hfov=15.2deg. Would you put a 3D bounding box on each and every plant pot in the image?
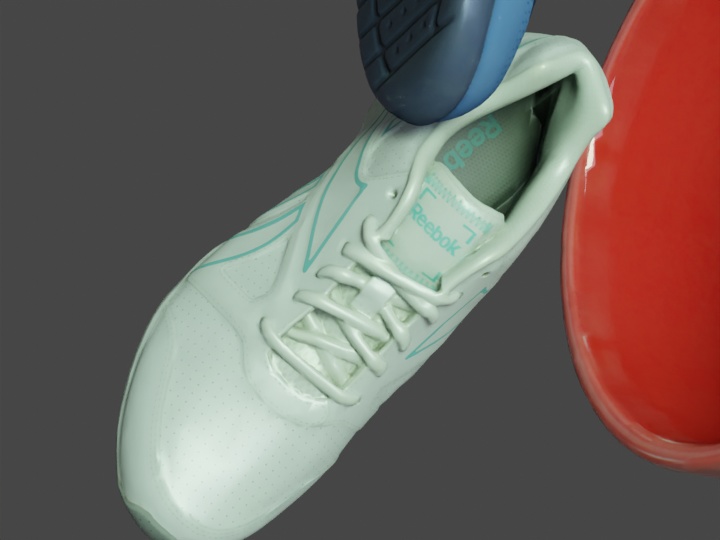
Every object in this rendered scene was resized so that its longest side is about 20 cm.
[{"bbox_3d":[0.188,-0.015,0.820,0.177,0.200,0.201,18,80,-26],"label":"plant pot"}]

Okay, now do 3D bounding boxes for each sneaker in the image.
[{"bbox_3d":[0.000,0.000,0.805,0.070,0.080,0.200,42,75,-13],"label":"sneaker"},{"bbox_3d":[0.054,-0.124,0.817,0.082,0.074,0.201,29,58,-23],"label":"sneaker"}]
